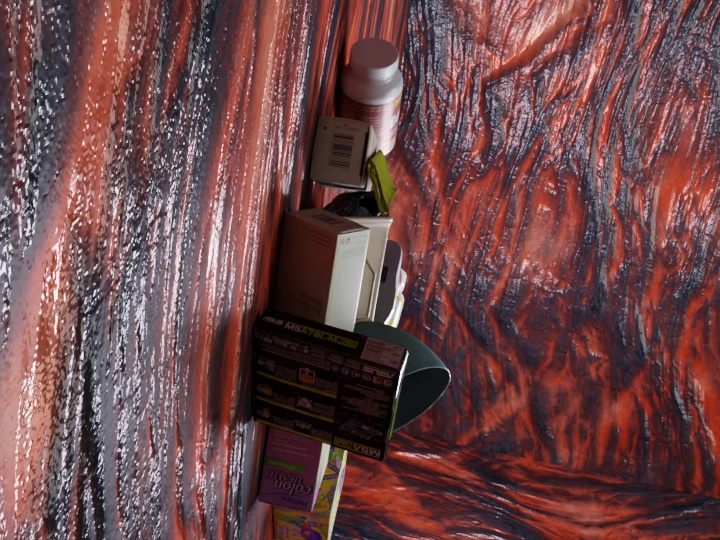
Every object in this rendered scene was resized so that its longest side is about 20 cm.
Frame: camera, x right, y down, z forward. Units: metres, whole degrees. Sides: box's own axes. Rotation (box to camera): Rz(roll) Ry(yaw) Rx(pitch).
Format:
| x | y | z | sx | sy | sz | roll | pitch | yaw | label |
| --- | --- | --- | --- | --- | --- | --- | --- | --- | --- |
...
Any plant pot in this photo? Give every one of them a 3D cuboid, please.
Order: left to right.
| x | y | z | sx | sy | sz | roll | pitch | yaw | label |
| --- | --- | --- | --- | --- | --- | --- | --- | --- | --- |
| 0.026 | 0.163 | 1.254 | 0.135 | 0.198 | 0.201 | 58 | -21 | 30 | plant pot |

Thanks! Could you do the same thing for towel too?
| x | y | z | sx | sy | sz | roll | pitch | yaw | label |
| --- | --- | --- | --- | --- | --- | --- | --- | --- | --- |
| 0.038 | -0.151 | 1.290 | 0.200 | 0.018 | 0.087 | -66 | 141 | -74 | towel |

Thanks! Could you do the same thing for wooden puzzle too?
| x | y | z | sx | sy | sz | roll | pitch | yaw | label |
| --- | --- | --- | --- | --- | --- | --- | --- | --- | --- |
| -0.042 | 0.008 | 1.201 | 0.184 | 0.037 | 0.202 | -4 | 115 | -40 | wooden puzzle |

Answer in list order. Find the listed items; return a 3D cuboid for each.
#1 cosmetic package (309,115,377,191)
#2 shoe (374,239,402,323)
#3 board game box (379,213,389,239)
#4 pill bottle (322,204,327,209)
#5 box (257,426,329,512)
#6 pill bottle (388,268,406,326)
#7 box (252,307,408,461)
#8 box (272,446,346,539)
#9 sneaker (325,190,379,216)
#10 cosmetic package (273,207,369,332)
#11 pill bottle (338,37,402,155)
| x | y | z | sx | sy | sz | roll | pitch | yaw | label |
| --- | --- | --- | --- | --- | --- | --- | --- | --- | --- |
| -0.023 | -0.188 | 1.294 | 0.200 | 0.086 | 0.105 | -43 | 142 | -84 | cosmetic package |
| 0.038 | 0.049 | 1.439 | 0.091 | 0.071 | 0.202 | 81 | 21 | -56 | shoe |
| 0.000 | 0.000 | 1.362 | 0.120 | 0.032 | 0.201 | -92 | -156 | -64 | board game box |
| -0.031 | -0.021 | 1.483 | 0.112 | 0.111 | 0.202 | -74 | 173 | -57 | pill bottle |
| -0.102 | 0.278 | 1.357 | 0.176 | 0.096 | 0.202 | -67 | 166 | -76 | box |
| 0.024 | 0.088 | 1.592 | 0.115 | 0.113 | 0.202 | 92 | 14 | -67 | pill bottle |
| -0.046 | 0.156 | 1.042 | 0.048 | 0.198 | 0.194 | -66 | 167 | -45 | box |
| -0.104 | 0.456 | 1.647 | 0.201 | 0.121 | 0.194 | 96 | 7 | -51 | box |
| -0.025 | -0.072 | 1.256 | 0.080 | 0.095 | 0.201 | 56 | 43 | -26 | sneaker |
| -0.060 | 0.025 | 1.085 | 0.073 | 0.103 | 0.202 | -13 | 118 | -49 | cosmetic package |
| 0.017 | -0.306 | 1.395 | 0.201 | 0.111 | 0.113 | 96 | 6 | -52 | pill bottle |
